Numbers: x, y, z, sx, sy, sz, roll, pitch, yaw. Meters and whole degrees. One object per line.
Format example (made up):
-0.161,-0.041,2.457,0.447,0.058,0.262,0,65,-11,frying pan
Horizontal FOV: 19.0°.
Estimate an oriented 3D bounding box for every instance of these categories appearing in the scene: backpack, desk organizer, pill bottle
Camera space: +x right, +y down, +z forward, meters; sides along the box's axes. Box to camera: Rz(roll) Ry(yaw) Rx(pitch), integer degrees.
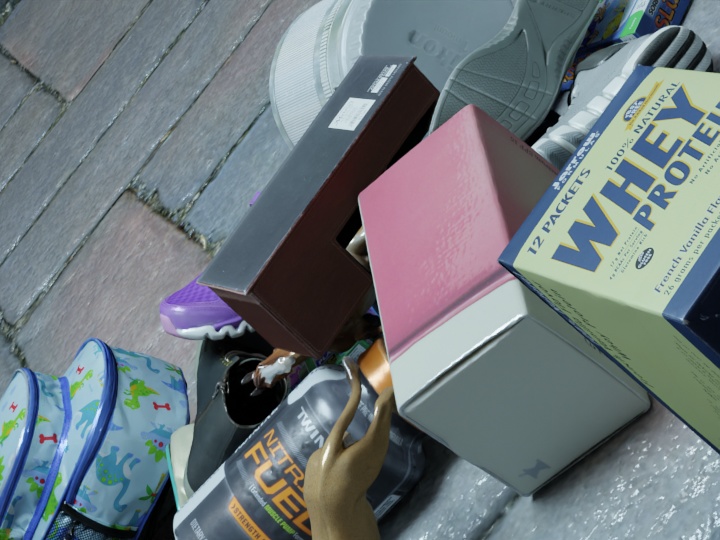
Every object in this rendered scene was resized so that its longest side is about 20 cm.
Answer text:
-0.227,0.157,1.721,0.201,0.146,0.183,-60,21,13,backpack
-0.013,-0.044,1.453,0.201,0.077,0.072,-55,29,-15,desk organizer
-0.028,0.138,1.471,0.200,0.106,0.106,-47,23,13,pill bottle

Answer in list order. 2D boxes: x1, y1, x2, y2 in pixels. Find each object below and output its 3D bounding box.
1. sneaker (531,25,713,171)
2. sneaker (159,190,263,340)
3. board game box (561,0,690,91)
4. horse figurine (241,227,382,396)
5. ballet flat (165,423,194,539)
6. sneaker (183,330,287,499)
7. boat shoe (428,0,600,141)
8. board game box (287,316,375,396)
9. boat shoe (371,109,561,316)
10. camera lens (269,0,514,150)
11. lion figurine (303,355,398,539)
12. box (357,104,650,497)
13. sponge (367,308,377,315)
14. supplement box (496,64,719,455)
0.158,-0.092,1.520,0.200,0.075,0.115,-44,17,-4,sneaker
-0.067,-0.019,1.595,0.199,0.089,0.080,-28,24,-18,sneaker
0.214,-0.235,1.655,0.135,0.034,0.201,-15,43,55,board game box
0.000,0.000,1.513,0.132,0.050,0.201,-32,27,41,horse figurine
-0.106,0.191,1.580,0.069,0.069,0.201,-38,42,28,ballet flat
-0.079,0.074,1.588,0.201,0.074,0.107,-87,15,-44,sneaker
0.115,-0.142,1.571,0.203,0.074,0.065,-59,-14,-24,boat shoe
-0.069,0.107,1.694,0.200,0.029,0.135,-48,24,9,board game box
0.076,-0.047,1.579,0.201,0.084,0.069,-56,22,-5,boat shoe
0.027,-0.154,1.703,0.161,0.159,0.200,-59,16,-17,camera lens
-0.006,0.164,1.335,0.072,0.202,0.122,-11,9,28,lion figurine
0.087,0.017,1.358,0.109,0.128,0.201,-38,38,23,box
-0.004,-0.017,1.699,0.112,0.030,0.199,-49,28,-22,sponge
0.213,0.014,1.078,0.135,0.200,0.200,-53,22,-7,supplement box
